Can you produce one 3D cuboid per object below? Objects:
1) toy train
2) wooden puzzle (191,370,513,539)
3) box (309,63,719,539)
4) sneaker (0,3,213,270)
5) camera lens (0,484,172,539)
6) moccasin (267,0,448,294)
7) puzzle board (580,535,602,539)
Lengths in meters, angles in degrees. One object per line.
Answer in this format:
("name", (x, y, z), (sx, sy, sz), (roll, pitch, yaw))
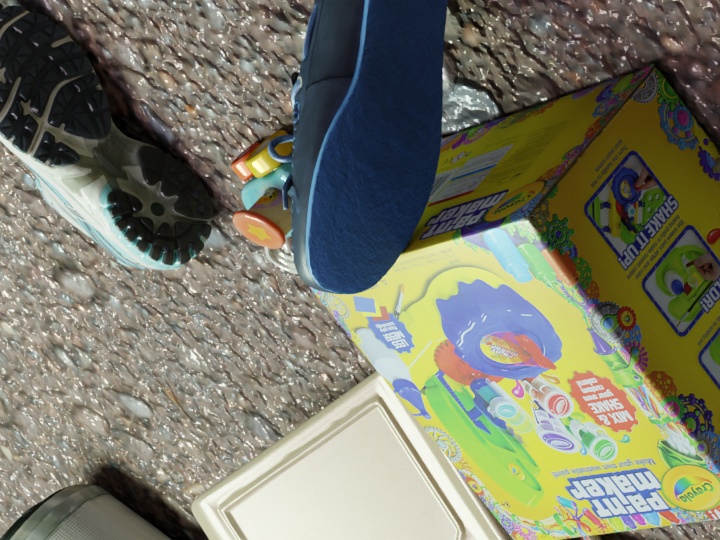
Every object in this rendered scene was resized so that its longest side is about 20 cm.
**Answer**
("toy train", (0.000, 0.000, 1.620), (0.199, 0.056, 0.151), (21, 143, 32))
("wooden puzzle", (0.009, 0.177, 1.760), (0.200, 0.037, 0.186), (-36, 84, 32))
("box", (0.115, 0.024, 1.451), (0.193, 0.122, 0.200), (50, 149, -15))
("sneaker", (-0.183, -0.072, 1.726), (0.200, 0.078, 0.086), (49, 152, -11))
("camera lens", (-0.177, 0.264, 2.054), (0.199, 0.160, 0.160), (34, 149, 14))
("moccasin", (0.003, -0.087, 1.418), (0.080, 0.201, 0.068), (18, 174, -33))
("puzzle board", (0.184, 0.264, 1.708), (0.151, 0.017, 0.201), (50, 162, 48))
